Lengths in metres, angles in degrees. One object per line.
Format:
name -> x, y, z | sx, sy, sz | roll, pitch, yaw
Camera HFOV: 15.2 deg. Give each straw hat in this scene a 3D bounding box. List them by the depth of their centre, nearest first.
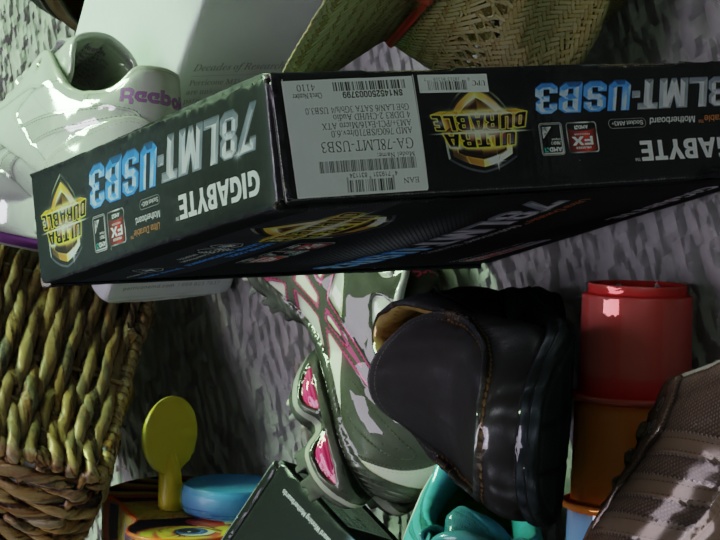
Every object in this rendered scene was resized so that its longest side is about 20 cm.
straw hat -> 0.053, -0.108, 0.987 | 0.085, 0.201, 0.201 | 38, 139, 1

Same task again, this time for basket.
basket -> -0.187, 0.063, 1.306 | 0.201, 0.142, 0.150 | -80, 12, -49

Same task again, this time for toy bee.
toy bee -> -0.082, 0.123, 1.233 | 0.200, 0.108, 0.132 | -29, 67, 58

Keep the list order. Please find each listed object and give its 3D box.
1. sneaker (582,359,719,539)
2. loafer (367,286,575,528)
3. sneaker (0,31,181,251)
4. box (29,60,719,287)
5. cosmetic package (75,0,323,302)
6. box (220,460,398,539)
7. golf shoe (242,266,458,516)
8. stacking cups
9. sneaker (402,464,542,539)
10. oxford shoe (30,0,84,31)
sneaker -> 0.118, 0.079, 0.909 | 0.200, 0.070, 0.076 | -49, 36, 28
loafer -> 0.038, 0.046, 0.963 | 0.200, 0.072, 0.073 | -84, 0, -85
sneaker -> -0.134, -0.056, 1.218 | 0.199, 0.074, 0.100 | 8, 87, 54
box -> 0.010, -0.032, 0.965 | 0.200, 0.197, 0.050 | -16, 78, 59
cosmetic package -> -0.082, -0.092, 1.245 | 0.102, 0.074, 0.201 | 56, 140, 40
box -> -0.011, 0.199, 1.096 | 0.161, 0.043, 0.200 | -56, 48, 11
golf shoe -> 0.000, 0.000, 1.129 | 0.088, 0.077, 0.201 | -36, 66, 37
stacking cups -> 0.101, 0.105, 0.973 | 0.060, 0.060, 0.202 | 12, 98, 59
sneaker -> 0.032, 0.130, 0.989 | 0.200, 0.077, 0.080 | -80, -3, -59
oxford shoe -> -0.148, -0.185, 1.291 | 0.084, 0.073, 0.200 | 42, 169, 42
